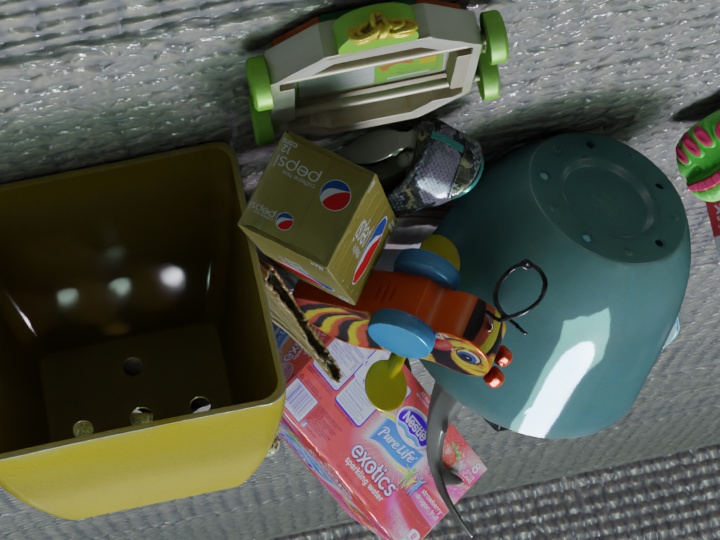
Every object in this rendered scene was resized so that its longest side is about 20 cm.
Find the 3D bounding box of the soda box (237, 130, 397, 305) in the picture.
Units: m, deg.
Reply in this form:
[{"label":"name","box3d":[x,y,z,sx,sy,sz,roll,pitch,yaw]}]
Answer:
[{"label":"soda box","box3d":[-0.024,-0.030,1.465,0.064,0.068,0.200,26,176,8]}]

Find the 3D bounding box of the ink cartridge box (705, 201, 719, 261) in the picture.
[{"label":"ink cartridge box","box3d":[0.376,0.020,1.959,0.084,0.200,0.144,-19,165,27]}]

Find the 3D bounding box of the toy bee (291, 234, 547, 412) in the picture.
[{"label":"toy bee","box3d":[0.051,0.046,1.578,0.131,0.200,0.109,-49,134,-11]}]

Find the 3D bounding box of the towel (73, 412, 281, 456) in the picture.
[{"label":"towel","box3d":[-0.163,0.126,1.718,0.148,0.037,0.200,-3,173,29]}]

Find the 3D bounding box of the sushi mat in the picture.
[{"label":"sushi mat","box3d":[-0.061,0.018,1.598,0.012,0.096,0.200,-35,-163,-5]}]

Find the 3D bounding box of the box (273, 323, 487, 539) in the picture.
[{"label":"box","box3d":[-0.004,0.116,1.822,0.103,0.200,0.095,-46,-148,-11]}]

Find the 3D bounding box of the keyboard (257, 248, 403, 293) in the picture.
[{"label":"keyboard","box3d":[0.000,0.000,1.729,0.200,0.056,0.011,1,120,-47]}]

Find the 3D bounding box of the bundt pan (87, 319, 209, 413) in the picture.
[{"label":"bundt pan","box3d":[-0.182,0.056,1.727,0.201,0.076,0.202,8,162,3]}]

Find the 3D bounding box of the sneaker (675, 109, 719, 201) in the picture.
[{"label":"sneaker","box3d":[0.314,-0.113,1.661,0.084,0.077,0.200,-24,-179,-40]}]

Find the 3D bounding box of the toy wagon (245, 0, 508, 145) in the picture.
[{"label":"toy wagon","box3d":[0.009,-0.124,1.361,0.155,0.040,0.200,-12,166,-4]}]

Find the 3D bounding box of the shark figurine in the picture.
[{"label":"shark figurine","box3d":[0.101,0.085,1.763,0.128,0.215,0.089,37,176,-32]}]

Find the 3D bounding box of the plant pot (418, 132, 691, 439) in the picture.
[{"label":"plant pot","box3d":[0.151,-0.004,1.683,0.200,0.201,0.161,-5,144,-30]}]

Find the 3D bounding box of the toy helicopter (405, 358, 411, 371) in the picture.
[{"label":"toy helicopter","box3d":[-0.019,0.085,1.979,0.132,0.079,0.200,-26,-168,-24]}]

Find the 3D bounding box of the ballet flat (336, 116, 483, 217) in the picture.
[{"label":"ballet flat","box3d":[-0.004,-0.060,1.600,0.072,0.072,0.200,1,162,-45]}]

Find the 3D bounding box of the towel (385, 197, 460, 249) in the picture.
[{"label":"towel","box3d":[-0.011,-0.017,1.819,0.200,0.032,0.191,-24,163,38]}]

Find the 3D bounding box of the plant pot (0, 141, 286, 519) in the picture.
[{"label":"plant pot","box3d":[-0.157,0.061,1.532,0.199,0.200,0.177,-12,149,-3]}]

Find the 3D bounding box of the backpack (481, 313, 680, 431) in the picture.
[{"label":"backpack","box3d":[0.163,0.037,1.899,0.200,0.127,0.167,-33,142,4]}]
